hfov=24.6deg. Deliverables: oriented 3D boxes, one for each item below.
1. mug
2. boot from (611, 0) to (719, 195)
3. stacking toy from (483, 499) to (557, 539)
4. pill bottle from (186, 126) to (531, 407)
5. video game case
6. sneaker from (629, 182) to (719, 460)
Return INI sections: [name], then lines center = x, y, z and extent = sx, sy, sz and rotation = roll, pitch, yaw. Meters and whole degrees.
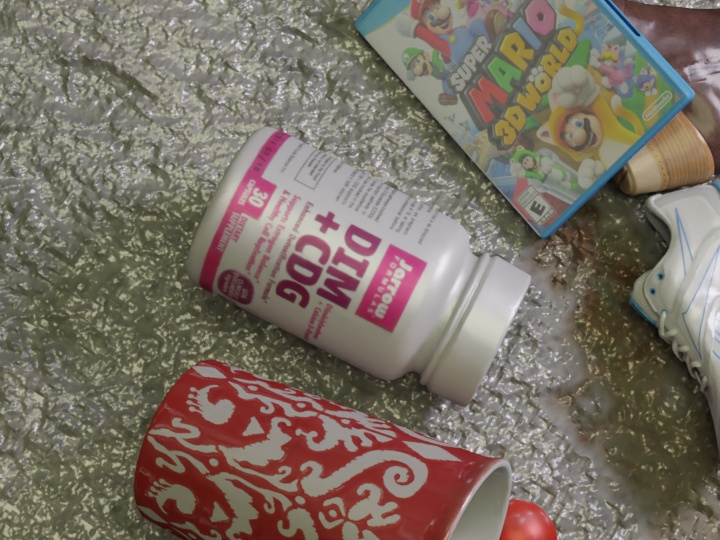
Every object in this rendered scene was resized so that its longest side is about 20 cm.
[mug]
center = -0.034, 0.159, 0.996
extent = 0.199, 0.133, 0.178
rotation = 22, 92, 19
[boot]
center = 0.216, -0.160, 1.136
extent = 0.166, 0.072, 0.201
rotation = -23, 83, -14
[stacking toy]
center = 0.111, 0.243, 1.030
extent = 0.085, 0.085, 0.201
rotation = -8, 70, -5
[pill bottle]
center = 0.000, 0.000, 1.055
extent = 0.199, 0.113, 0.114
rotation = 27, 76, 3
[video game case]
center = 0.105, -0.141, 1.100
extent = 0.200, 0.018, 0.143
rotation = 49, 119, 9
[sneaker]
center = 0.223, 0.037, 1.090
extent = 0.086, 0.075, 0.201
rotation = -3, 70, 4
